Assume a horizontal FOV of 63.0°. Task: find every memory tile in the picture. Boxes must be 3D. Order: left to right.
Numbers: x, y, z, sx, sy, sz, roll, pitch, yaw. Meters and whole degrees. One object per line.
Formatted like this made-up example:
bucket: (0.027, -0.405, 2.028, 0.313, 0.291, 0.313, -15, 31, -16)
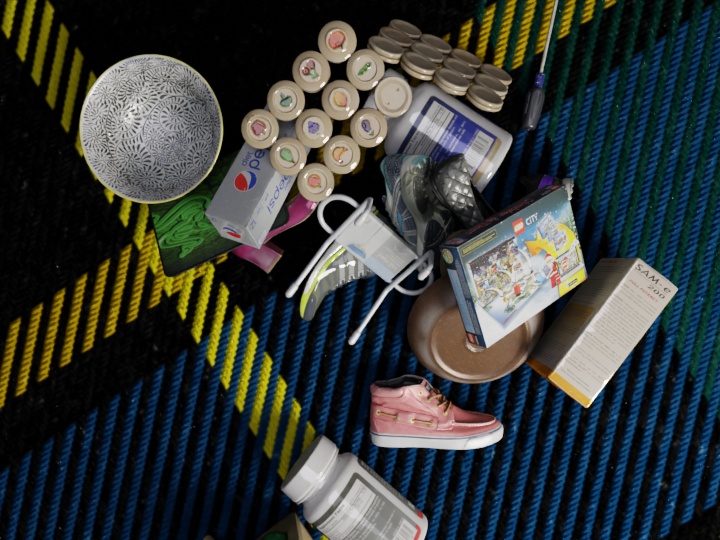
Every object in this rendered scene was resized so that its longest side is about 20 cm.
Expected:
memory tile: (-0.044, -0.203, 0.761, 0.153, 0.017, 0.200, 43, 96, -6)
memory tile: (0.114, -0.288, 0.820, 0.198, 0.154, 0.017, 27, 130, 2)

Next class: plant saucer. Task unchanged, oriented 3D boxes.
plant saucer: (0.166, 0.091, 0.836, 0.197, 0.037, 0.203, 0, 120, 0)

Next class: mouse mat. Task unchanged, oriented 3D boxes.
mouse mat: (-0.212, -0.093, 0.856, 0.198, 0.008, 0.162, -25, 64, 2)

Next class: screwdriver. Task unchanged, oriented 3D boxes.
screwdriver: (0.271, -0.309, 0.869, 0.027, 0.029, 0.203, 12, 97, 0)

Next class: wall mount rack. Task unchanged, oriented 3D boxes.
wall mount rack: (0.000, 0.000, 0.807, 0.199, 0.075, 0.174, 39, 121, -14)

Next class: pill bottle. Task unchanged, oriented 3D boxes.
pill bottle: (-0.011, 0.340, 0.849, 0.199, 0.114, 0.114, 41, 91, 0)
pill bottle: (0.101, -0.192, 0.831, 0.199, 0.120, 0.120, 33, 91, 0)

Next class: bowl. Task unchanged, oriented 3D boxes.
bowl: (-0.286, -0.195, 0.846, 0.198, 0.094, 0.204, 0, 92, 0)

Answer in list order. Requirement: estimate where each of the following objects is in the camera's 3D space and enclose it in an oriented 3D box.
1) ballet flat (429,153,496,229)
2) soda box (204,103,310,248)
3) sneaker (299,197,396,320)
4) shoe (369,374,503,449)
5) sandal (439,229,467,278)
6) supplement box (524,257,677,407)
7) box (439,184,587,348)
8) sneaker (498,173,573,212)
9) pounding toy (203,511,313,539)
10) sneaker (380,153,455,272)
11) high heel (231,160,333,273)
ballet flat: (0.168, -0.071, 0.775, 0.057, 0.067, 0.200, -32, 122, 31)
soda box: (-0.134, -0.137, 0.820, 0.067, 0.064, 0.202, 17, 69, 16)
sneaker: (-0.020, -0.005, 0.863, 0.081, 0.074, 0.201, 36, 93, -4)
shoe: (0.110, 0.206, 0.865, 0.197, 0.071, 0.092, -2, 97, 5)
sandal: (0.172, 0.023, 0.869, 0.077, 0.070, 0.213, -19, 113, 18)
supplement box: (0.334, 0.082, 0.834, 0.073, 0.126, 0.201, 37, 92, 0)
box: (0.204, -0.010, 0.761, 0.199, 0.038, 0.138, -28, 108, -25)
sneaker: (0.240, -0.046, 0.865, 0.098, 0.070, 0.203, 15, 89, 8)
pounding toy: (-0.119, 0.450, 0.831, 0.141, 0.184, 0.201, -33, 91, -11)
sneaker: (0.078, -0.082, 0.836, 0.077, 0.086, 0.202, -39, 135, -27)
high heel: (-0.121, -0.099, 0.863, 0.095, 0.067, 0.201, 35, 104, -10)
